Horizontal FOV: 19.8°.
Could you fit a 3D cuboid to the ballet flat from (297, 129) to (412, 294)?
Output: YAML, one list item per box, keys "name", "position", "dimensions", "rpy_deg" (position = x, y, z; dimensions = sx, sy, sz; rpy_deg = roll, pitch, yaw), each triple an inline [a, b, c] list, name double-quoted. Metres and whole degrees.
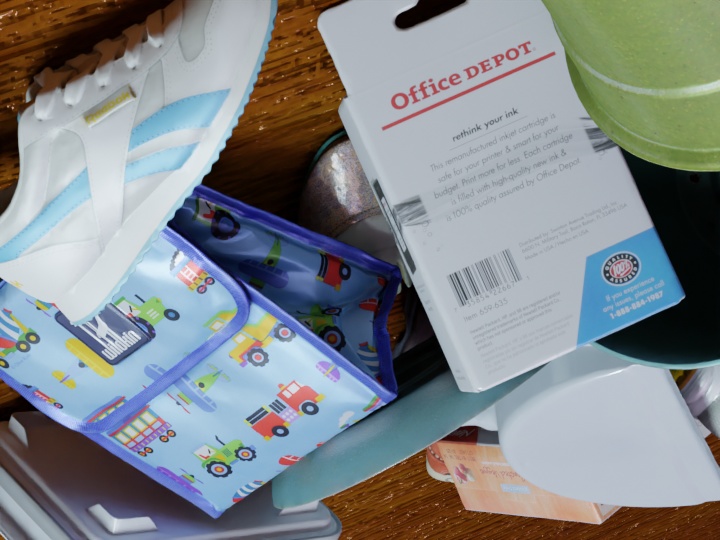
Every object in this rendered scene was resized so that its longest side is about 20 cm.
- name: "ballet flat"
  position: [0.000, 0.000, 1.159]
  dimensions: [0.068, 0.067, 0.200]
  rpy_deg: [-19, 151, -17]

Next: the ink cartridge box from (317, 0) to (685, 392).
- name: "ink cartridge box"
  position: [0.065, -0.053, 1.030]
  dimensions: [0.116, 0.200, 0.067]
  rpy_deg: [-23, 179, -4]

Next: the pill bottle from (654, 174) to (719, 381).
- name: "pill bottle"
  position: [0.194, 0.002, 1.271]
  dimensions: [0.200, 0.109, 0.109]
  rpy_deg: [-31, 158, -31]

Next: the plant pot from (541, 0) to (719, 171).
- name: "plant pot"
  position: [0.128, -0.173, 0.882]
  dimensions: [0.200, 0.200, 0.190]
  rpy_deg: [-37, 139, 18]

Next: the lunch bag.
- name: "lunch bag"
  position: [-0.102, 0.023, 1.069]
  dimensions: [0.200, 0.094, 0.150]
  rpy_deg: [31, 131, -29]

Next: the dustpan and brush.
- name: "dustpan and brush"
  position: [0.102, 0.088, 1.194]
  dimensions: [0.200, 0.057, 0.140]
  rpy_deg: [-11, 136, 23]

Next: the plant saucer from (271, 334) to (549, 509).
- name: "plant saucer"
  position: [0.031, 0.068, 1.147]
  dimensions: [0.200, 0.027, 0.200]
  rpy_deg: [-32, -176, 3]

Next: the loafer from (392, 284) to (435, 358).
- name: "loafer"
  position: [0.062, 0.057, 1.319]
  dimensions: [0.072, 0.063, 0.200]
  rpy_deg: [-24, 153, -12]

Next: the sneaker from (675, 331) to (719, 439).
- name: "sneaker"
  position: [0.257, 0.069, 1.222]
  dimensions: [0.200, 0.092, 0.076]
  rpy_deg: [-24, 156, -52]

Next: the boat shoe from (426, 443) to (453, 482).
- name: "boat shoe"
  position: [0.139, 0.101, 1.454]
  dimensions: [0.200, 0.071, 0.063]
  rpy_deg: [-14, 141, -17]

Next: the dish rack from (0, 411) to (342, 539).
- name: "dish rack"
  position: [-0.117, 0.124, 1.184]
  dimensions: [0.200, 0.172, 0.044]
  rpy_deg: [0, 116, -42]

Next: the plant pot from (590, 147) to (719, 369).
- name: "plant pot"
  position: [0.198, -0.054, 1.124]
  dimensions: [0.201, 0.201, 0.161]
  rpy_deg: [-42, 163, 26]

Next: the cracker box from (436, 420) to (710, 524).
- name: "cracker box"
  position: [0.165, 0.086, 1.342]
  dimensions: [0.200, 0.058, 0.134]
  rpy_deg: [-34, -162, -32]

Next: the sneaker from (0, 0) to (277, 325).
- name: "sneaker"
  position: [-0.106, -0.071, 0.926]
  dimensions: [0.081, 0.077, 0.200]
  rpy_deg: [31, 106, -16]
